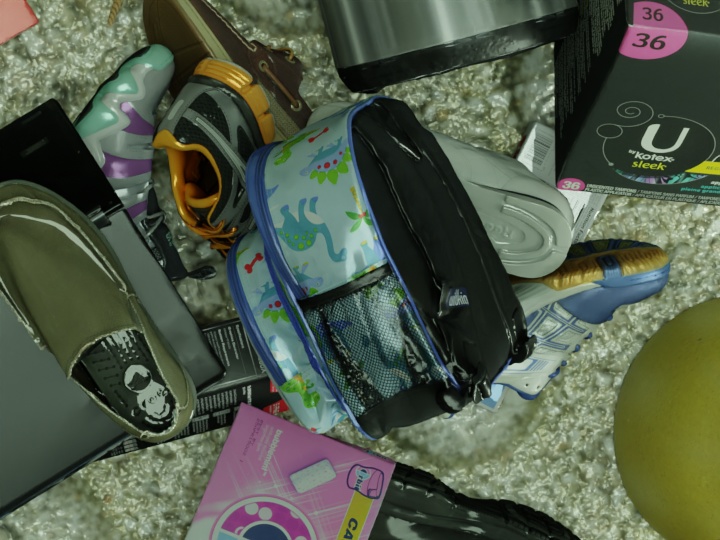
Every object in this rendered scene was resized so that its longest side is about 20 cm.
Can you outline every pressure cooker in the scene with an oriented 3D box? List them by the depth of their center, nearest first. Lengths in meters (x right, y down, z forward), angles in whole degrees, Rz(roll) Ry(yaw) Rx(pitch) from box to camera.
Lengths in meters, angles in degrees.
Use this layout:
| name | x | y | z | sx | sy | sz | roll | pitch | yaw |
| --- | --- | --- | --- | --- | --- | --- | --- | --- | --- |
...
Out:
| name | x | y | z | sx | sy | sz | roll | pitch | yaw |
| --- | --- | --- | --- | --- | --- | --- | --- | --- | --- |
| pressure cooker | 0.043 | -0.232 | 1.568 | 0.179 | 0.176 | 0.200 | -15 | 95 | 1 |

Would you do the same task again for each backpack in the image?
| name | x | y | z | sx | sy | sz | roll | pitch | yaw |
| --- | --- | --- | --- | --- | --- | --- | --- | --- | --- |
| backpack | 0.000 | 0.000 | 1.501 | 0.147 | 0.183 | 0.200 | -22 | 93 | 18 |

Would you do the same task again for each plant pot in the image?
| name | x | y | z | sx | sy | sz | roll | pitch | yaw |
| --- | --- | --- | --- | --- | --- | --- | --- | --- | --- |
| plant pot | 0.292 | 0.121 | 1.642 | 0.200 | 0.142 | 0.200 | 0 | 93 | -7 |

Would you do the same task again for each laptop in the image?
| name | x | y | z | sx | sy | sz | roll | pitch | yaw |
| --- | --- | --- | --- | --- | --- | --- | --- | --- | --- |
| laptop | -0.224 | 0.024 | 1.530 | 0.187 | 0.200 | 0.116 | -32 | 137 | -5 |

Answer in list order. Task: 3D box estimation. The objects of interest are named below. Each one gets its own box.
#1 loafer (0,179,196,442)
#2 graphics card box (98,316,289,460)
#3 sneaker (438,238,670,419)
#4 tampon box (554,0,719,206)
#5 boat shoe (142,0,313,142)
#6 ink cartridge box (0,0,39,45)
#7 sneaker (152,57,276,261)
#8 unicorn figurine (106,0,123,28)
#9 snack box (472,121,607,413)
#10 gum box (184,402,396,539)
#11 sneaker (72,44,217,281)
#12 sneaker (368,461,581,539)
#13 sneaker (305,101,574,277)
| name | x | y | z | sx | sy | sz | roll | pitch | yaw |
| --- | --- | --- | --- | --- | --- | --- | --- | --- | --- |
| loafer | -0.168 | 0.027 | 1.449 | 0.075 | 0.070 | 0.200 | -41 | 104 | -2 |
| graphics card box | -0.147 | 0.086 | 1.587 | 0.200 | 0.125 | 0.051 | -16 | 76 | -6 |
| sneaker | 0.125 | 0.041 | 1.631 | 0.200 | 0.075 | 0.088 | -18 | 104 | 3 |
| tampon box | 0.223 | -0.150 | 1.568 | 0.150 | 0.200 | 0.126 | 5 | 61 | -7 |
| boat shoe | -0.072 | -0.123 | 1.621 | 0.072 | 0.072 | 0.200 | -42 | 97 | -34 |
| ink cartridge box | -0.344 | -0.208 | 1.583 | 0.176 | 0.045 | 0.200 | -32 | 98 | -3 |
| sneaker | -0.087 | -0.044 | 1.583 | 0.077 | 0.078 | 0.200 | -47 | 128 | -35 |
| unicorn figurine | -0.135 | -0.274 | 1.600 | 0.137 | 0.074 | 0.200 | -21 | 82 | 4 |
| snack box | 0.109 | -0.002 | 1.668 | 0.072 | 0.024 | 0.200 | 27 | 90 | -9 |
| gum box | -0.063 | 0.195 | 1.559 | 0.113 | 0.066 | 0.200 | 22 | 65 | -1 |
| sneaker | -0.151 | -0.045 | 1.610 | 0.140 | 0.078 | 0.200 | 34 | 98 | -10 |
| sneaker | 0.079 | 0.204 | 1.662 | 0.200 | 0.076 | 0.091 | 20 | 98 | 1 |
| sneaker | 0.054 | -0.063 | 1.611 | 0.200 | 0.081 | 0.076 | 27 | 120 | -7 |
